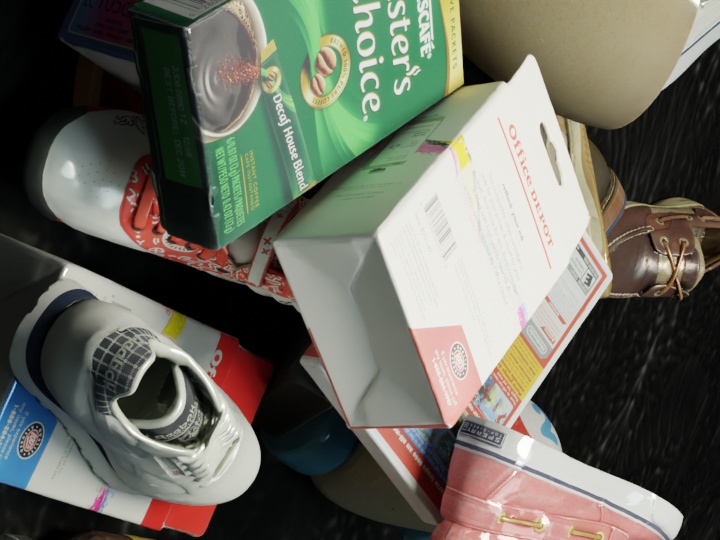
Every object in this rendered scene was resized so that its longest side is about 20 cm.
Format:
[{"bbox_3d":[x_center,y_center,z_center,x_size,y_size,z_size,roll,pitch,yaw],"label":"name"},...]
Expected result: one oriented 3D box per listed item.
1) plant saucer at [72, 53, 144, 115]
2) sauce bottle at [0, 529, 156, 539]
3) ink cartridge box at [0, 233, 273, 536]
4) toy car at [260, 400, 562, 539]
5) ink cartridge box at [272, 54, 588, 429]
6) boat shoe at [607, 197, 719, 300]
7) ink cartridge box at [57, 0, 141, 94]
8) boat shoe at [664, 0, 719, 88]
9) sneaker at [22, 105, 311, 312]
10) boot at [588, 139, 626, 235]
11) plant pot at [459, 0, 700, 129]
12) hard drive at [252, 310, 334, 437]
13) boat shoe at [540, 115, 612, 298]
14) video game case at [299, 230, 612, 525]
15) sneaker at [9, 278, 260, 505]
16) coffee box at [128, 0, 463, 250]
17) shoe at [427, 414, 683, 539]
[{"bbox_3d":[-0.085,-0.107,1.087,0.200,0.032,0.201,-30,129,-44],"label":"plant saucer"},{"bbox_3d":[-0.140,0.182,1.127,0.200,0.065,0.065,24,86,-54],"label":"sauce bottle"},{"bbox_3d":[-0.141,0.067,1.063,0.200,0.067,0.117,30,82,-55],"label":"ink cartridge box"},{"bbox_3d":[0.066,0.068,1.277,0.184,0.176,0.201,38,62,-42],"label":"toy car"},{"bbox_3d":[0.045,-0.020,1.039,0.200,0.067,0.117,-49,126,-46],"label":"ink cartridge box"},{"bbox_3d":[0.237,-0.013,1.536,0.200,0.072,0.072,-12,116,-51],"label":"boat shoe"},{"bbox_3d":[-0.053,-0.174,1.008,0.136,0.076,0.201,33,77,-55],"label":"ink cartridge box"},{"bbox_3d":[0.242,-0.221,1.452,0.202,0.075,0.086,-42,135,-20],"label":"boat shoe"},{"bbox_3d":[-0.074,-0.030,1.017,0.201,0.108,0.067,24,87,-55],"label":"sneaker"},{"bbox_3d":[0.115,-0.024,1.379,0.200,0.075,0.097,-59,136,-32],"label":"boot"},{"bbox_3d":[0.109,-0.195,1.200,0.134,0.200,0.201,8,102,-18],"label":"plant pot"},{"bbox_3d":[0.000,0.000,1.178,0.200,0.033,0.140,-60,-173,-19],"label":"hard drive"},{"bbox_3d":[0.117,-0.069,1.302,0.074,0.069,0.201,76,5,-55],"label":"boat shoe"},{"bbox_3d":[0.061,0.026,1.133,0.200,0.017,0.143,-53,125,-25],"label":"video game case"},{"bbox_3d":[-0.097,0.078,1.000,0.077,0.080,0.200,-64,146,-13],"label":"sneaker"},{"bbox_3d":[-0.025,-0.109,0.971,0.200,0.044,0.123,-35,133,-40],"label":"coffee box"},{"bbox_3d":[0.111,0.154,1.151,0.200,0.071,0.091,27,83,-46],"label":"shoe"}]
